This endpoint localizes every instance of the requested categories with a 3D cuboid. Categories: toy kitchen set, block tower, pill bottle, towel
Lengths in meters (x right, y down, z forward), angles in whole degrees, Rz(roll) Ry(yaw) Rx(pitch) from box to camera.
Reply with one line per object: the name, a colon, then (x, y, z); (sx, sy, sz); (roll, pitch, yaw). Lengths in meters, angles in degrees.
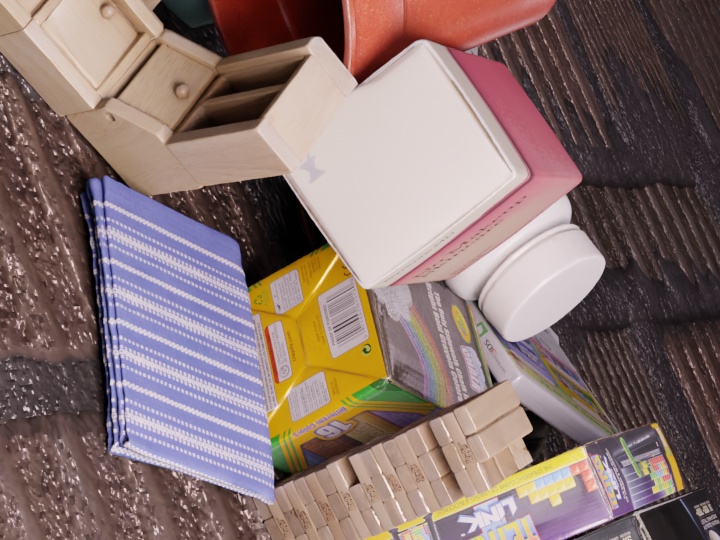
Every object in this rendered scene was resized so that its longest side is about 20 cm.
toy kitchen set: (-0.114, -0.180, 1.178); (0.200, 0.180, 0.163); (49, 59, -26)
block tower: (0.017, 0.133, 1.179); (0.058, 0.200, 0.054); (-23, 86, -50)
pill bottle: (0.086, -0.051, 1.402); (0.200, 0.114, 0.114); (51, 19, 22)
towel: (-0.117, 0.044, 1.195); (0.145, 0.024, 0.201); (26, 44, -46)

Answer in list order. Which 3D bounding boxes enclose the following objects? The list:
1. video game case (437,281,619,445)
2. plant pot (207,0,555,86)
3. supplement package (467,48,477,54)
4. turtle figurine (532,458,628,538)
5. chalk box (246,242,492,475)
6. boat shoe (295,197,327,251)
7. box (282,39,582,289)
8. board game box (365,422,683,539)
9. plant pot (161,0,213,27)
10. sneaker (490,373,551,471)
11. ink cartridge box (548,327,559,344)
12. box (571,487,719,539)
video game case: (0.129, 0.064, 1.490); (0.200, 0.022, 0.182); (37, 17, -47)
plant pot: (0.021, -0.217, 1.260); (0.195, 0.201, 0.201); (-20, 81, -27)
supplement package: (0.020, -0.166, 1.581); (0.121, 0.119, 0.200); (50, 27, -29)
turtle figurine: (0.185, 0.221, 1.519); (0.161, 0.199, 0.065); (54, -27, 38)
chalk box: (0.013, 0.080, 1.311); (0.200, 0.124, 0.125); (33, 36, -50)
boat shoe: (0.000, 0.000, 1.438); (0.072, 0.076, 0.200); (12, 45, -56)
box: (0.051, -0.068, 1.241); (0.109, 0.128, 0.200); (56, 17, 9)
board game box: (0.108, 0.174, 1.307); (0.165, 0.200, 0.057); (-6, 71, -64)
plant pot: (-0.093, -0.274, 1.392); (0.201, 0.200, 0.162); (-35, 110, -66)
sneaker: (0.118, 0.117, 1.518); (0.074, 0.088, 0.200); (58, 23, -29)
ink cartridge box: (0.113, 0.036, 1.662); (0.200, 0.039, 0.100); (50, 27, -30)
box: (0.156, 0.238, 1.335); (0.164, 0.200, 0.086); (1, 63, -64)
